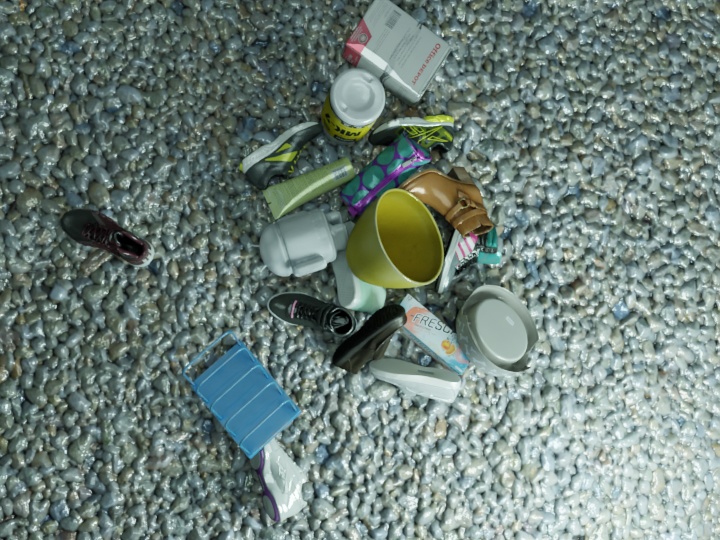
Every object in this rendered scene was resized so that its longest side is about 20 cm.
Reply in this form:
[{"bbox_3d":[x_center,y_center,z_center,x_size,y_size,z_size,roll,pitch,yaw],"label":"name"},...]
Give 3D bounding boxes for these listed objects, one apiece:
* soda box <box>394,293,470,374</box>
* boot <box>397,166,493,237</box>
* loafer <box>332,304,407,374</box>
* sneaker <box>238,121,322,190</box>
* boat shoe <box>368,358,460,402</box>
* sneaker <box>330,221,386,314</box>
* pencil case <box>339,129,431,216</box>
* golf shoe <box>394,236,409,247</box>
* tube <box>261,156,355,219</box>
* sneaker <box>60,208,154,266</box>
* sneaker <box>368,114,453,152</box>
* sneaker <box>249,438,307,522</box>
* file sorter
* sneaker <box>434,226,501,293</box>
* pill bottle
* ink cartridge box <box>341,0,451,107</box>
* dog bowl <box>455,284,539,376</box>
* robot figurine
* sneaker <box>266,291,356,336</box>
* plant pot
[{"bbox_3d":[0.150,0.137,1.769,0.199,0.068,0.064,39,78,-3],"label":"soda box"},{"bbox_3d":[0.179,-0.133,1.744,0.198,0.077,0.157,-11,67,-34],"label":"boot"},{"bbox_3d":[0.030,0.146,1.724,0.071,0.073,0.199,41,116,-19],"label":"loafer"},{"bbox_3d":[-0.158,-0.243,1.757,0.199,0.074,0.085,-33,92,-3],"label":"sneaker"},{"bbox_3d":[0.112,0.238,1.758,0.197,0.072,0.069,9,110,-5],"label":"boat shoe"},{"bbox_3d":[0.000,0.000,1.769,0.118,0.073,0.203,24,53,-45],"label":"sneaker"},{"bbox_3d":[0.050,-0.199,1.743,0.200,0.093,0.085,-42,111,14],"label":"pencil case"},{"bbox_3d":[0.101,-0.059,1.789,0.087,0.077,0.202,-27,84,8],"label":"golf shoe"},{"bbox_3d":[-0.109,-0.182,1.770,0.198,0.058,0.052,-26,120,-9],"label":"tube"},{"bbox_3d":[-0.507,-0.075,1.648,0.198,0.115,0.077,23,81,-8],"label":"sneaker"},{"bbox_3d":[0.116,-0.287,1.797,0.197,0.074,0.086,-10,87,-11],"label":"sneaker"},{"bbox_3d":[-0.168,0.406,1.696,0.099,0.075,0.203,-12,83,-35],"label":"sneaker"},{"bbox_3d":[-0.238,0.240,1.632,0.138,0.123,0.200,-40,71,-12],"label":"file sorter"},{"bbox_3d":[0.243,-0.027,1.801,0.119,0.084,0.202,22,80,2],"label":"sneaker"},{"bbox_3d":[-0.022,-0.333,1.720,0.112,0.200,0.116,1,83,-10],"label":"pill bottle"},{"bbox_3d":[0.079,-0.480,1.813,0.199,0.085,0.147,34,80,-3],"label":"ink cartridge box"},{"bbox_3d":[0.288,0.133,1.761,0.198,0.059,0.203,18,55,-27],"label":"dog bowl"},{"bbox_3d":[-0.124,-0.058,1.714,0.197,0.114,0.171,-19,45,-6],"label":"robot figurine"},{"bbox_3d":[-0.096,0.087,1.716,0.197,0.099,0.072,16,83,-7],"label":"sneaker"},{"bbox_3d":[0.052,-0.045,1.677,0.199,0.141,0.203,24,55,-38],"label":"plant pot"}]
